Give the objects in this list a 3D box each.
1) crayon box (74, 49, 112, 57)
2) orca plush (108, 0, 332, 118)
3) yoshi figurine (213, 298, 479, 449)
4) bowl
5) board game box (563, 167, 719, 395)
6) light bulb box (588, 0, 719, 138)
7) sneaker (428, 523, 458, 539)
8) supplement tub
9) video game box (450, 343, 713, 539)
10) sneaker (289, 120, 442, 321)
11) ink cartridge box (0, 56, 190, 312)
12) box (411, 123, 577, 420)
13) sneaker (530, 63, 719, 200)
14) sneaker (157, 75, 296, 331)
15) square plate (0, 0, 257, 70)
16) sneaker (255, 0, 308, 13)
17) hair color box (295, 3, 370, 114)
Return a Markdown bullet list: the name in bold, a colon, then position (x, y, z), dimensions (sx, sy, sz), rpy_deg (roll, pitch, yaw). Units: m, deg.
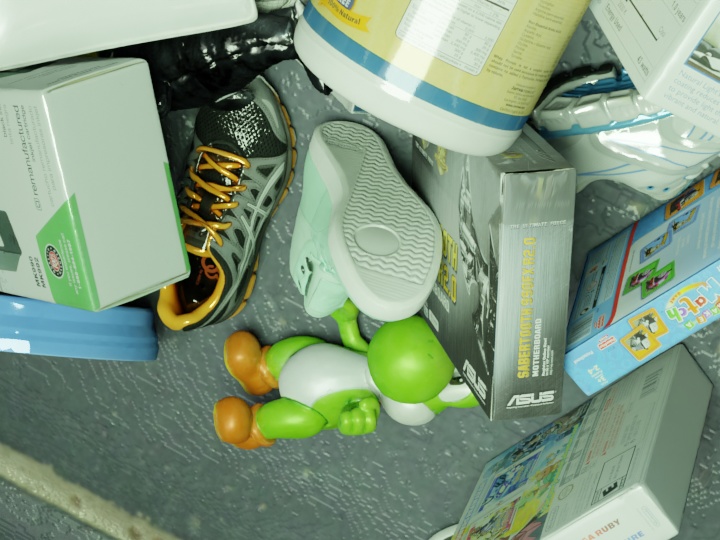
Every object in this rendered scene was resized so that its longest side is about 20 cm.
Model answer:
- **crayon box**: position (-0.221, -0.090, 1.197), dimensions (0.126, 0.051, 0.202), rpy_deg (-1, 110, 20)
- **orca plush**: position (-0.105, -0.117, 1.058), dimensions (0.199, 0.071, 0.105), rpy_deg (8, 148, 33)
- **yoshi figurine**: position (-0.008, 0.070, 1.157), dimensions (0.198, 0.112, 0.113), rpy_deg (-8, 102, 19)
- **bowl**: position (-0.243, 0.035, 1.180), dimensions (0.199, 0.200, 0.040), rpy_deg (6, 88, 17)
- **board game box**: position (0.218, -0.018, 1.012), dimensions (0.200, 0.151, 0.037), rpy_deg (-36, 102, 28)
- **light bulb box**: position (0.229, -0.191, 0.891), dimensions (0.124, 0.199, 0.201), rpy_deg (23, 116, -21)
- **sneaker**: position (0.130, 0.241, 1.179), dimensions (0.199, 0.099, 0.071), rpy_deg (13, 117, 16)
- **supplement tub**: position (0.064, -0.182, 0.915), dimensions (0.144, 0.145, 0.201), rpy_deg (29, 108, 6)
- **video game box**: position (0.139, 0.148, 1.081), dimensions (0.182, 0.200, 0.047), rpy_deg (-33, 99, 28)
- **sneaker**: position (0.000, 0.000, 1.090), dimensions (0.073, 0.201, 0.119), rpy_deg (3, 124, -15)
- **ink cartridge box**: position (-0.214, -0.062, 1.084), dimensions (0.199, 0.084, 0.147), rpy_deg (8, 115, 47)
- **box**: position (0.078, -0.020, 1.039), dimensions (0.048, 0.200, 0.160), rpy_deg (-5, 114, -12)
- **sneaker**: position (0.210, -0.090, 1.041), dimensions (0.199, 0.075, 0.087), rpy_deg (-5, 121, 26)
- **sneaker**: position (-0.099, -0.044, 1.157), dimensions (0.078, 0.077, 0.201), rpy_deg (17, 113, 15)
- **square plate**: position (-0.176, -0.232, 0.996), dimensions (0.197, 0.028, 0.201), rpy_deg (-7, 116, 20)
- **sneaker**: position (-0.082, -0.185, 1.082), dimensions (0.199, 0.078, 0.082), rpy_deg (1, 138, 46)
- **hair color box**: position (0.019, -0.210, 1.032), dimensions (0.100, 0.060, 0.201), rpy_deg (48, 130, 48)
